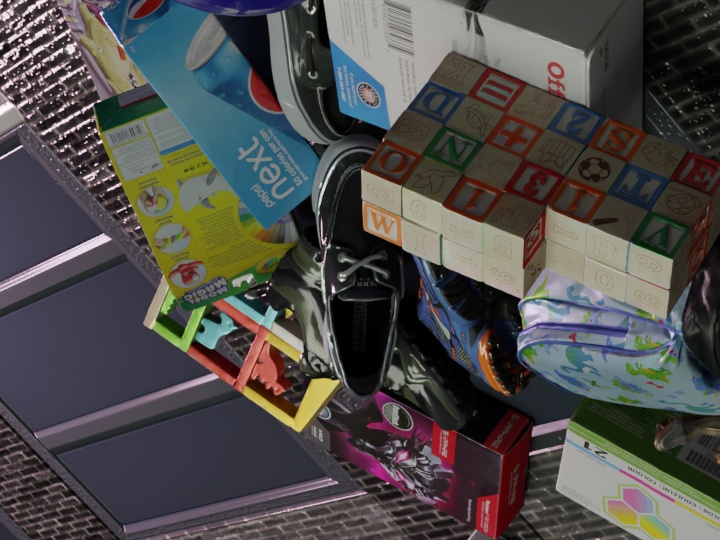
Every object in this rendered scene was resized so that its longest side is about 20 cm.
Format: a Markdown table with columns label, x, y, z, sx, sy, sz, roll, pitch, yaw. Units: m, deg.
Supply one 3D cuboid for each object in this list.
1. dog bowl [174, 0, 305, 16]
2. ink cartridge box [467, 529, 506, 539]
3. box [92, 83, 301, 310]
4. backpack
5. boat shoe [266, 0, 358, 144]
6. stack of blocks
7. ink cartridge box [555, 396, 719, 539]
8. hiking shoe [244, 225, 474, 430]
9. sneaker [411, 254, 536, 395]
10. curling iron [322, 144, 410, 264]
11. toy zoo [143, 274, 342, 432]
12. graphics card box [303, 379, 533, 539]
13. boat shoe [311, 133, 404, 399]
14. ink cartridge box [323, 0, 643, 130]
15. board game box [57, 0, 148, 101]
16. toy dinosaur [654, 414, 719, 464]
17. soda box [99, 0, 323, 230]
| label | x | y | z | sx | sy | sz | roll | pitch | yaw |
| --- | --- | --- | --- | --- | --- | --- | --- | --- | --- |
| dog bowl | -0.075 | -0.262 | 1.458 | 0.200 | 0.200 | 0.079 | 41 | 151 | -4 |
| ink cartridge box | 0.087 | 0.340 | 2.114 | 0.083 | 0.145 | 0.200 | 33 | 149 | 15 |
| box | -0.120 | -0.063 | 1.850 | 0.048 | 0.117 | 0.201 | -109 | -1 | -52 |
| backpack | 0.200 | 0.029 | 1.609 | 0.199 | 0.155 | 0.163 | 29 | -177 | 41 |
| boat shoe | -0.026 | -0.165 | 1.661 | 0.056 | 0.069 | 0.201 | 18 | 141 | 30 |
| stack of blocks | 0.114 | -0.044 | 1.461 | 0.199 | 0.115 | 0.059 | 23 | 145 | 19 |
| ink cartridge box | 0.229 | 0.179 | 1.824 | 0.147 | 0.076 | 0.201 | 28 | 146 | 17 |
| hiking shoe | 0.004 | 0.060 | 1.878 | 0.200 | 0.076 | 0.101 | 47 | 117 | -2 |
| sneaker | 0.068 | 0.014 | 1.787 | 0.078 | 0.075 | 0.201 | 13 | 139 | 41 |
| curling iron | -0.014 | -0.077 | 1.798 | 0.049 | 0.026 | 0.201 | 9 | 137 | 44 |
| toy zoo | -0.076 | 0.043 | 1.953 | 0.199 | 0.020 | 0.132 | 34 | 118 | 16 |
| graphics card box | 0.045 | 0.132 | 1.983 | 0.199 | 0.051 | 0.126 | 28 | 146 | 20 |
| boat shoe | 0.000 | 0.000 | 1.765 | 0.071 | 0.068 | 0.201 | 0 | 115 | -8 |
| ink cartridge box | 0.082 | -0.146 | 1.551 | 0.199 | 0.084 | 0.145 | 23 | 146 | 24 |
| board game box | -0.167 | -0.159 | 1.857 | 0.119 | 0.032 | 0.201 | 11 | 139 | 32 |
| toy dinosaur | 0.306 | 0.116 | 1.641 | 0.198 | 0.061 | 0.106 | 12 | 178 | -8 |
| soda box | -0.104 | -0.127 | 1.733 | 0.200 | 0.068 | 0.064 | 53 | 180 | -38 |
